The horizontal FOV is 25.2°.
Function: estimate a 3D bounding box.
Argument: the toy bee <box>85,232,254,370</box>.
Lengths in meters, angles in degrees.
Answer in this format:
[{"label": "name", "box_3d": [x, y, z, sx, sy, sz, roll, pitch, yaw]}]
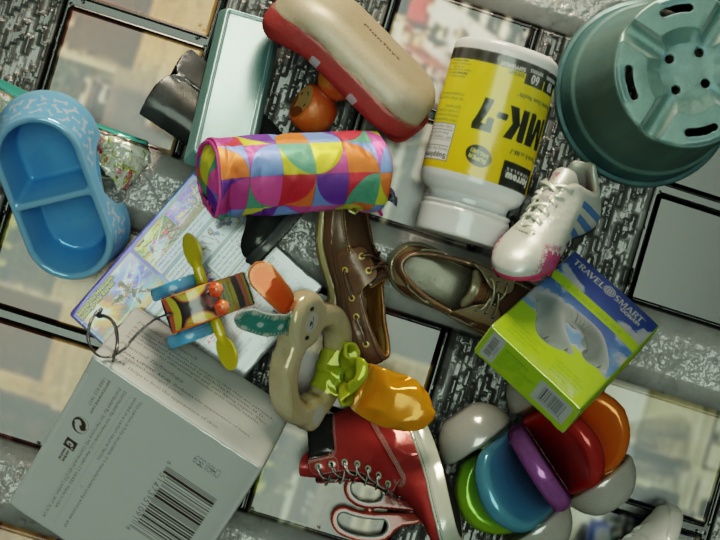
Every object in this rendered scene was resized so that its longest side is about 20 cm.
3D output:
[{"label": "toy bee", "box_3d": [-0.153, 0.041, 1.557, 0.108, 0.200, 0.132, -18, 112, 34]}]

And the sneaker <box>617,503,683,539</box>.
[{"label": "sneaker", "box_3d": [0.269, 0.299, 1.648, 0.088, 0.200, 0.076, 22, 130, 14]}]

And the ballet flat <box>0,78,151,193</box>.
[{"label": "ballet flat", "box_3d": [-0.314, -0.139, 1.666, 0.198, 0.076, 0.065, 23, 96, 0]}]

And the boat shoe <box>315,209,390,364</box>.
[{"label": "boat shoe", "box_3d": [0.000, 0.000, 1.669, 0.067, 0.072, 0.203, -1, 95, 33]}]

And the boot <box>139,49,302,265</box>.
[{"label": "boot", "box_3d": [-0.142, -0.115, 1.644, 0.200, 0.165, 0.066, 41, 132, -5]}]

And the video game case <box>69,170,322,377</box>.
[{"label": "video game case", "box_3d": [-0.171, 0.031, 1.683, 0.181, 0.045, 0.200, 42, 88, -3]}]

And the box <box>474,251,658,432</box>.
[{"label": "box", "box_3d": [0.216, 0.064, 1.629, 0.122, 0.048, 0.200, 42, 44, 10]}]

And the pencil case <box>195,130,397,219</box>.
[{"label": "pencil case", "box_3d": [-0.062, -0.091, 1.579, 0.198, 0.088, 0.090, -1, 90, -23]}]

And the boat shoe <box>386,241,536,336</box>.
[{"label": "boat shoe", "box_3d": [0.121, 0.028, 1.683, 0.198, 0.072, 0.077, 17, 89, -2]}]

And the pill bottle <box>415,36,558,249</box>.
[{"label": "pill bottle", "box_3d": [0.127, -0.130, 1.665, 0.113, 0.114, 0.202, 15, 89, -2]}]

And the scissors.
[{"label": "scissors", "box_3d": [0.068, 0.263, 1.710, 0.197, 0.014, 0.074, 12, 81, -5]}]

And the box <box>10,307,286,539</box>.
[{"label": "box", "box_3d": [-0.207, 0.185, 1.606, 0.199, 0.131, 0.200, 33, 113, -1]}]

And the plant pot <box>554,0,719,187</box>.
[{"label": "plant pot", "box_3d": [0.309, -0.190, 1.632, 0.197, 0.196, 0.203, 0, 90, -2]}]

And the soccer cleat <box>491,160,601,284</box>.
[{"label": "soccer cleat", "box_3d": [0.187, -0.055, 1.636, 0.069, 0.200, 0.087, 13, 117, 26]}]

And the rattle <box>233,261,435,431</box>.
[{"label": "rattle", "box_3d": [-0.025, 0.083, 1.550, 0.130, 0.201, 0.142, -40, 52, -22]}]

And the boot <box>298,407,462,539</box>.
[{"label": "boot", "box_3d": [0.016, 0.217, 1.641, 0.143, 0.073, 0.201, -21, 49, -2]}]

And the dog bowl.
[{"label": "dog bowl", "box_3d": [-0.307, -0.081, 1.635, 0.110, 0.050, 0.202, -12, 114, 10]}]

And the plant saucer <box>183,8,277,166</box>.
[{"label": "plant saucer", "box_3d": [-0.128, -0.186, 1.648, 0.069, 0.019, 0.202, 15, 57, -9]}]

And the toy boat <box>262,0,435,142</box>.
[{"label": "toy boat", "box_3d": [-0.026, -0.196, 1.664, 0.200, 0.131, 0.131, 44, 111, -1]}]

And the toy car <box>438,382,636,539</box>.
[{"label": "toy car", "box_3d": [0.188, 0.194, 1.644, 0.199, 0.150, 0.176, -34, 91, -6]}]
